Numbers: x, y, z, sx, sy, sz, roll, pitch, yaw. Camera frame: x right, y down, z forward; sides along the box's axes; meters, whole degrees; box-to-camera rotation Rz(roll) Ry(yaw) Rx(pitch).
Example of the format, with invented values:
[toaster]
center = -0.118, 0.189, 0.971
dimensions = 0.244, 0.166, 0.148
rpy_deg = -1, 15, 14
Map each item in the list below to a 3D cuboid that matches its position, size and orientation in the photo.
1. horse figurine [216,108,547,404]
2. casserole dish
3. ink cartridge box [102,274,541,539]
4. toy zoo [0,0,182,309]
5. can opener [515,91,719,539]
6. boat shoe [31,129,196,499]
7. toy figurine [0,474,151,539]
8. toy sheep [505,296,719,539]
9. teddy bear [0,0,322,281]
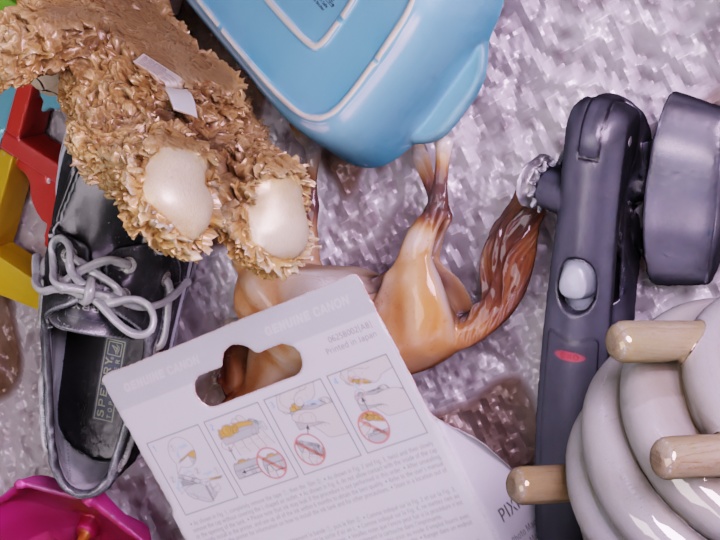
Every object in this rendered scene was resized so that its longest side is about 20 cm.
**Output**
[horse figurine]
center = 0.000, 0.000, 0.995
dimensions = 0.200, 0.050, 0.133
rpy_deg = -3, 93, 38
[casserole dish]
center = -0.024, -0.133, 0.961
dimensions = 0.200, 0.039, 0.121
rpy_deg = 51, 120, 27
[ink cartridge box]
center = -0.002, 0.106, 1.008
dimensions = 0.162, 0.057, 0.201
rpy_deg = -22, 94, 37
[toy zoo]
center = -0.164, -0.067, 1.109
dimensions = 0.131, 0.020, 0.201
rpy_deg = 31, 117, 25
[can opener]
center = 0.094, 0.024, 0.927
dimensions = 0.078, 0.063, 0.201
rpy_deg = 20, 112, 29
[boat shoe]
center = -0.116, 0.008, 1.052
dimensions = 0.073, 0.068, 0.200
rpy_deg = 15, 113, 5
[toy figurine]
center = -0.151, 0.178, 1.067
dimensions = 0.184, 0.199, 0.150
rpy_deg = -117, 31, -45
[toy sheep]
center = 0.135, 0.077, 0.871
dimensions = 0.138, 0.138, 0.200
rpy_deg = 49, 139, 14
[teddy bear]
center = -0.093, -0.064, 0.952
dimensions = 0.200, 0.145, 0.067
rpy_deg = 45, 120, 23
